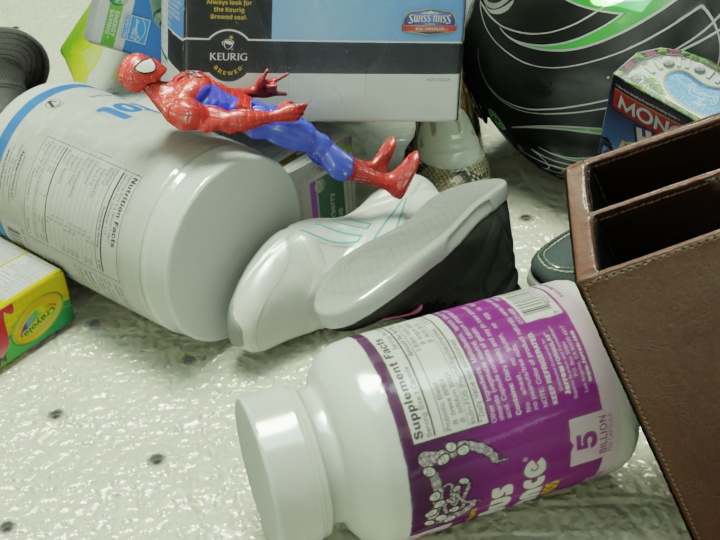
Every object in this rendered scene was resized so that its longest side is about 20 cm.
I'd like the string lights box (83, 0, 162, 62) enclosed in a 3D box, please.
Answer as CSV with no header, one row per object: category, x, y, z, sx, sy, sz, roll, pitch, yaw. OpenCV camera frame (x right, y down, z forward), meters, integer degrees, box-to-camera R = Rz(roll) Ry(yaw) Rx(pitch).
string lights box,-0.105,-0.203,0.953,0.198,0.104,0.059,12,11,-20

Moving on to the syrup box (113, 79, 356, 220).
syrup box,-0.100,-0.083,0.926,0.199,0.079,0.081,24,44,34

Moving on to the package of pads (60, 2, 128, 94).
package of pads,-0.172,-0.224,1.051,0.068,0.200,0.155,28,17,-35

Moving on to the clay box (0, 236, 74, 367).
clay box,-0.302,0.046,0.796,0.114,0.048,0.200,24,45,33

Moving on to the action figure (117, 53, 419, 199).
action figure,-0.059,-0.097,0.775,0.199,0.052,0.065,13,19,-27

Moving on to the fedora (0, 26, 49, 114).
fedora,-0.303,-0.093,0.905,0.176,0.091,0.200,-21,-4,-31

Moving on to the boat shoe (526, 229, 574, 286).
boat shoe,0.197,-0.039,0.846,0.199,0.062,0.073,-22,38,-23

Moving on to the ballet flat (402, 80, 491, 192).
ballet flat,0.066,-0.109,0.947,0.067,0.076,0.201,-1,36,3

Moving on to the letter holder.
letter holder,0.202,0.030,0.599,0.141,0.201,0.101,-19,31,18

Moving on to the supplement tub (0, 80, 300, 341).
supplement tub,-0.154,-0.045,0.835,0.199,0.133,0.132,22,43,32

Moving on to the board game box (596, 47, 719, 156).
board game box,0.235,-0.049,0.694,0.199,0.200,0.062,36,64,22

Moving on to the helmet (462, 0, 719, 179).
helmet,0.191,-0.159,0.903,0.199,0.201,0.190,-29,48,-31

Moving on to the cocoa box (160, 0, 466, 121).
cocoa box,-0.038,-0.182,0.866,0.198,0.132,0.133,-2,19,-16

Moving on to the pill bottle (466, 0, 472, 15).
pill bottle,0.112,-0.231,1.055,0.198,0.113,0.113,-4,34,-19

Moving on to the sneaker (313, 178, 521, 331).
sneaker,0.047,0.020,0.734,0.070,0.100,0.200,-7,16,34

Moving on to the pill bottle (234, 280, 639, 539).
pill bottle,0.038,0.081,0.654,0.198,0.113,0.112,-15,37,-14

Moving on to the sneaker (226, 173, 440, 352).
sneaker,0.000,0.000,0.809,0.200,0.071,0.080,-31,50,-30
